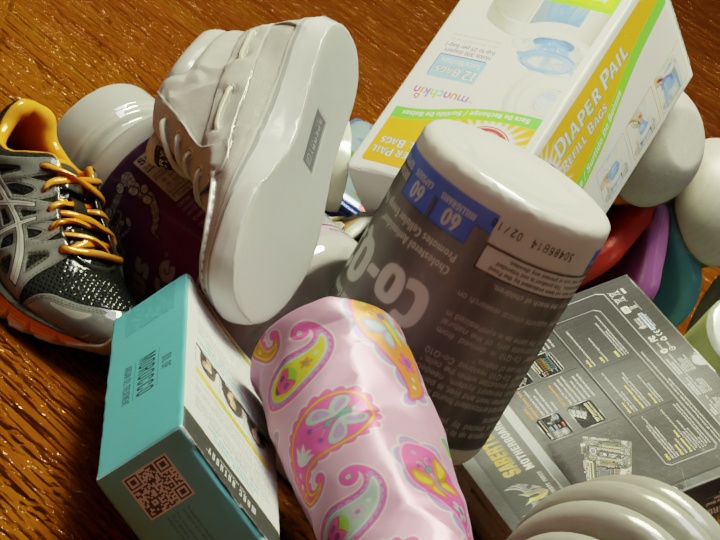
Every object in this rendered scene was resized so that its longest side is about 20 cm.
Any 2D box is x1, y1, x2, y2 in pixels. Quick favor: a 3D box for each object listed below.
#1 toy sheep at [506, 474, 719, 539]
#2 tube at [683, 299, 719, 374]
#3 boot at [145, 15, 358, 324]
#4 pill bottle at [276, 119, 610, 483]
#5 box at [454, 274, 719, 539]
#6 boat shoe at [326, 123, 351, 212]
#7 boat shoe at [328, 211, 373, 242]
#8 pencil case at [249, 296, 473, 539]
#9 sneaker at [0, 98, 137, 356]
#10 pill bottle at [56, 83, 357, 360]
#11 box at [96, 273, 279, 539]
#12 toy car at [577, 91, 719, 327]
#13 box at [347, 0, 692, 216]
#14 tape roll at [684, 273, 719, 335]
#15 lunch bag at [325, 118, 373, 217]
[{"bbox_3d":[0.125,0.165,1.335,0.138,0.138,0.200,36,23,20],"label":"toy sheep"},{"bbox_3d":[0.194,0.082,1.650,0.052,0.200,0.058,-15,69,-25],"label":"tube"},{"bbox_3d":[-0.071,-0.052,1.461,0.095,0.074,0.200,-1,47,25],"label":"boot"},{"bbox_3d":[0.036,0.031,1.450,0.114,0.200,0.114,27,16,-8],"label":"pill bottle"},{"bbox_3d":[0.126,0.093,1.529,0.158,0.048,0.200,-21,35,-13],"label":"box"},{"bbox_3d":[-0.048,-0.093,1.669,0.062,0.073,0.200,6,23,-12],"label":"boat shoe"},{"bbox_3d":[0.000,0.000,1.589,0.200,0.069,0.075,19,24,37],"label":"boat shoe"},{"bbox_3d":[0.007,0.107,1.313,0.087,0.087,0.200,17,37,-36],"label":"pencil case"},{"bbox_3d":[-0.168,-0.022,1.484,0.078,0.077,0.200,16,23,-44],"label":"sneaker"},{"bbox_3d":[-0.091,-0.020,1.543,0.200,0.112,0.112,40,20,33],"label":"pill bottle"},{"bbox_3d":[-0.082,0.078,1.328,0.082,0.049,0.200,55,9,-18],"label":"box"},{"bbox_3d":[0.156,-0.031,1.765,0.175,0.150,0.200,-3,-29,44],"label":"toy car"},{"bbox_3d":[0.097,-0.090,1.625,0.112,0.200,0.101,16,-31,33],"label":"box"},{"bbox_3d":[0.295,0.072,1.756,0.066,0.200,0.200,18,20,-39],"label":"tape roll"},{"bbox_3d":[0.018,-0.023,1.794,0.161,0.083,0.200,37,19,14],"label":"lunch bag"}]
